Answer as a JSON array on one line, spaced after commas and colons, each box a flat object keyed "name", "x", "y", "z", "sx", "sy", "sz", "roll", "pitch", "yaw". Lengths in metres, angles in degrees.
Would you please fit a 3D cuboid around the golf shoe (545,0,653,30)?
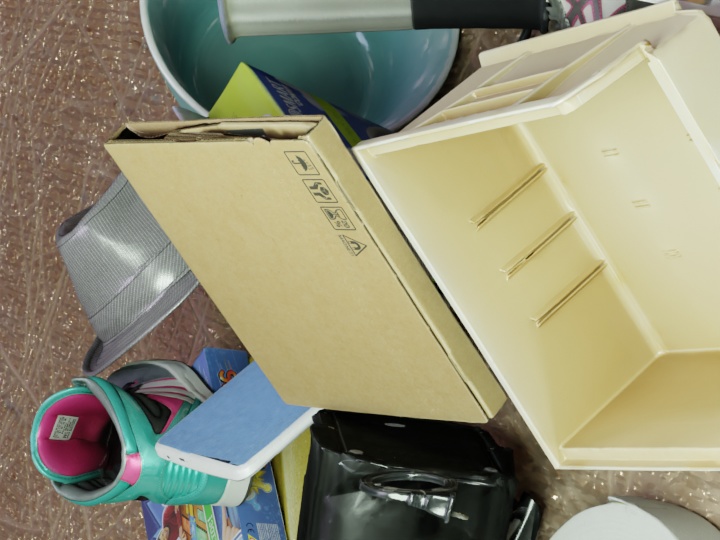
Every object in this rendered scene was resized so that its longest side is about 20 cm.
[{"name": "golf shoe", "x": 0.143, "y": -0.134, "z": 1.269, "sx": 0.088, "sy": 0.077, "sz": 0.201, "roll": 2, "pitch": 85, "yaw": 37}]

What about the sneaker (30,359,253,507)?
[{"name": "sneaker", "x": -0.161, "y": 0.103, "z": 1.538, "sx": 0.200, "sy": 0.120, "sz": 0.084, "roll": 24, "pitch": 105, "yaw": 60}]

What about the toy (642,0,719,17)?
[{"name": "toy", "x": 0.188, "y": -0.166, "z": 1.048, "sx": 0.047, "sy": 0.199, "sz": 0.116, "roll": -15, "pitch": -62, "yaw": -77}]

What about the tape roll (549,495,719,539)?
[{"name": "tape roll", "x": 0.141, "y": 0.220, "z": 1.222, "sx": 0.203, "sy": 0.037, "sz": 0.204, "roll": -21, "pitch": 66, "yaw": 59}]

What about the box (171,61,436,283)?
[{"name": "box", "x": 0.000, "y": -0.050, "z": 1.357, "sx": 0.048, "sy": 0.200, "sz": 0.122, "roll": -57, "pitch": 37, "yaw": 16}]

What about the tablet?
[{"name": "tablet", "x": -0.026, "y": 0.057, "z": 1.435, "sx": 0.014, "sy": 0.200, "sz": 0.130, "roll": 59, "pitch": 158, "yaw": -19}]

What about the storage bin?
[{"name": "storage bin", "x": 0.127, "y": -0.011, "z": 1.125, "sx": 0.200, "sy": 0.094, "sz": 0.198, "roll": 57, "pitch": 154, "yaw": -13}]

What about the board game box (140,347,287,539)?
[{"name": "board game box", "x": -0.099, "y": 0.171, "z": 1.573, "sx": 0.135, "sy": 0.034, "sz": 0.200, "roll": -53, "pitch": 41, "yaw": 44}]

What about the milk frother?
[{"name": "milk frother", "x": 0.017, "y": -0.140, "z": 1.356, "sx": 0.181, "sy": 0.187, "sz": 0.201, "roll": 76, "pitch": -167, "yaw": -69}]

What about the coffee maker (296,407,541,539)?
[{"name": "coffee maker", "x": 0.008, "y": 0.190, "z": 1.285, "sx": 0.134, "sy": 0.192, "sz": 0.201, "roll": 10, "pitch": 98, "yaw": 17}]

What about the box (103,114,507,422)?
[{"name": "box", "x": -0.030, "y": 0.000, "z": 1.249, "sx": 0.163, "sy": 0.200, "sz": 0.021, "roll": 2, "pitch": 45, "yaw": 46}]

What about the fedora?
[{"name": "fedora", "x": -0.151, "y": -0.025, "z": 1.645, "sx": 0.177, "sy": 0.090, "sz": 0.200, "roll": -38, "pitch": 9, "yaw": 38}]

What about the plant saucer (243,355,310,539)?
[{"name": "plant saucer", "x": -0.064, "y": 0.138, "z": 1.604, "sx": 0.200, "sy": 0.048, "sz": 0.201, "roll": -36, "pitch": 54, "yaw": 54}]

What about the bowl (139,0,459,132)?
[{"name": "bowl", "x": -0.044, "y": -0.141, "z": 1.499, "sx": 0.105, "sy": 0.200, "sz": 0.201, "roll": 110, "pitch": 154, "yaw": -63}]
